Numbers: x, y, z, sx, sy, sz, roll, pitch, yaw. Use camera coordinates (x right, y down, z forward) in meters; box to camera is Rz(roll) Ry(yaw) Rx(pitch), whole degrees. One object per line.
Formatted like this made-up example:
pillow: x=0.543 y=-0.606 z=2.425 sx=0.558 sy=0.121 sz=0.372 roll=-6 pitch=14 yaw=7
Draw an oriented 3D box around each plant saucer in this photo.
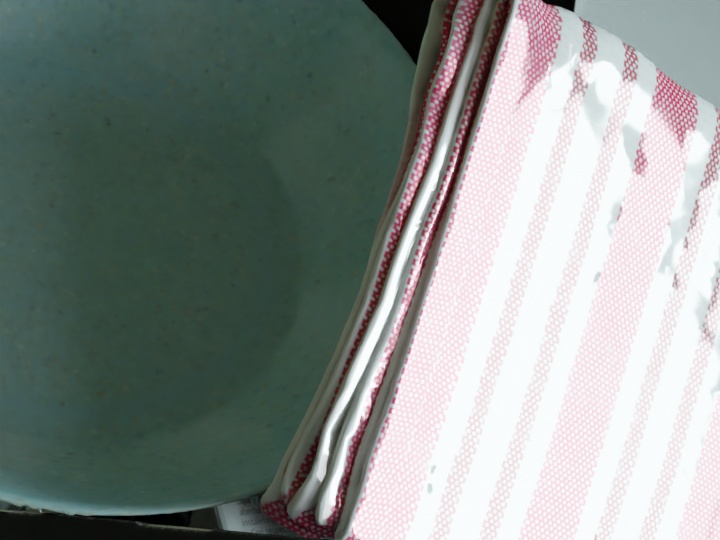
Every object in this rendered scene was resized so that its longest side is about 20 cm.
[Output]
plant saucer: x=-0.073 y=-0.016 z=0.764 sx=0.201 sy=0.201 sz=0.039 roll=-58 pitch=175 yaw=-38

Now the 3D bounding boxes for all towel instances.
towel: x=0.070 y=0.029 z=0.764 sx=0.200 sy=0.030 sz=0.147 roll=29 pitch=75 yaw=-39

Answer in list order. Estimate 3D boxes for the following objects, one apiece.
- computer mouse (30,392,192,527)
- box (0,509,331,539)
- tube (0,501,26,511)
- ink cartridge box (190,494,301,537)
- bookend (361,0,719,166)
computer mouse: x=-0.112 y=0.091 z=0.757 sx=0.141 sy=0.046 sz=0.200 roll=-57 pitch=152 yaw=12
box: x=0.002 y=0.107 z=0.721 sx=0.200 sy=0.161 sz=0.049 roll=27 pitch=74 yaw=-41
tube: x=-0.139 y=0.048 z=0.767 sx=0.200 sy=0.052 sz=0.058 roll=-13 pitch=74 yaw=-55
ink cartridge box: x=0.016 y=0.031 z=0.961 sx=0.200 sy=0.045 sz=0.177 roll=-4 pitch=72 yaw=-37
bookend: x=0.096 y=-0.060 z=0.859 sx=0.198 sy=0.092 sz=0.201 roll=6 pitch=89 yaw=-42
